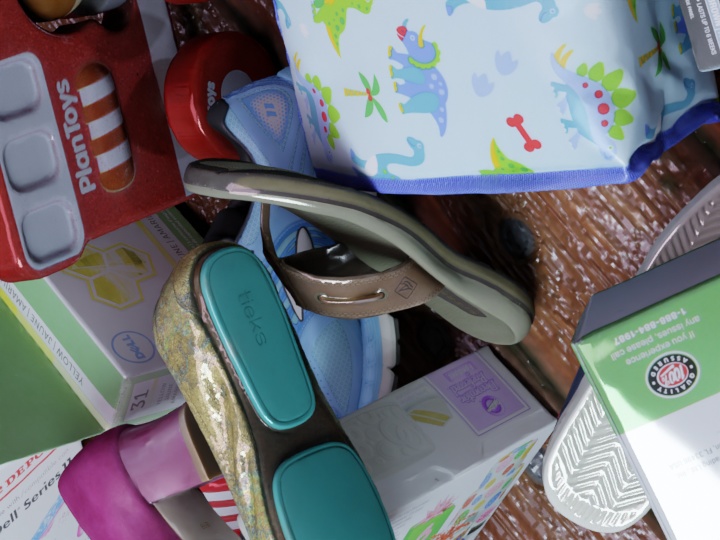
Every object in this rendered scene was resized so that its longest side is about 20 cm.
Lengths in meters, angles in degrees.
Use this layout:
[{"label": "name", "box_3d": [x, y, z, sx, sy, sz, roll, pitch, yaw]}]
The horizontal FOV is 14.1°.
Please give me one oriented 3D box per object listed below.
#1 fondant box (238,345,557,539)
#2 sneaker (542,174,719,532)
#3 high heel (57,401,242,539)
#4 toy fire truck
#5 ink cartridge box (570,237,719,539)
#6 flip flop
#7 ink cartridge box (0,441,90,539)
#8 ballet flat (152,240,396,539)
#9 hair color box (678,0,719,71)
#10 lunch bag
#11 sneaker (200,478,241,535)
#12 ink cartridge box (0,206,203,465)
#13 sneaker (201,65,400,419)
[{"label": "fondant box", "box_3d": [-0.005, 0.140, 1.446, 0.058, 0.144, 0.200, 48, 132, 17]}, {"label": "sneaker", "box_3d": [0.148, 0.022, 1.321, 0.075, 0.085, 0.200, 36, 106, -2]}, {"label": "high heel", "box_3d": [-0.076, 0.165, 1.371, 0.096, 0.067, 0.201, -28, 73, 35]}, {"label": "toy fire truck", "box_3d": [-0.141, -0.111, 1.439, 0.112, 0.168, 0.201, -2, 107, 41]}, {"label": "ink cartridge box", "box_3d": [0.199, 0.081, 1.239, 0.146, 0.084, 0.201, -24, 98, 13]}, {"label": "flip flop", "box_3d": [0.000, 0.000, 1.362, 0.081, 0.200, 0.058, 16, 79, 51]}, {"label": "ink cartridge box", "box_3d": [-0.210, 0.125, 1.588, 0.067, 0.117, 0.200, 33, 151, 28]}, {"label": "ballet flat", "box_3d": [-0.040, 0.085, 1.318, 0.071, 0.071, 0.201, -31, 79, 44]}, {"label": "hair color box", "box_3d": [0.217, -0.153, 1.188, 0.200, 0.061, 0.099, -12, 100, 42]}, {"label": "lunch bag", "box_3d": [0.045, -0.126, 1.303, 0.199, 0.127, 0.171, -4, 106, 33]}, {"label": "sneaker", "box_3d": [-0.123, 0.082, 1.571, 0.200, 0.078, 0.116, 28, 123, 31]}, {"label": "ink cartridge box", "box_3d": [-0.160, 0.023, 1.475, 0.146, 0.199, 0.048, 48, 134, 31]}, {"label": "sneaker", "box_3d": [-0.037, -0.002, 1.437, 0.078, 0.090, 0.201, -155, 56, -70]}]
